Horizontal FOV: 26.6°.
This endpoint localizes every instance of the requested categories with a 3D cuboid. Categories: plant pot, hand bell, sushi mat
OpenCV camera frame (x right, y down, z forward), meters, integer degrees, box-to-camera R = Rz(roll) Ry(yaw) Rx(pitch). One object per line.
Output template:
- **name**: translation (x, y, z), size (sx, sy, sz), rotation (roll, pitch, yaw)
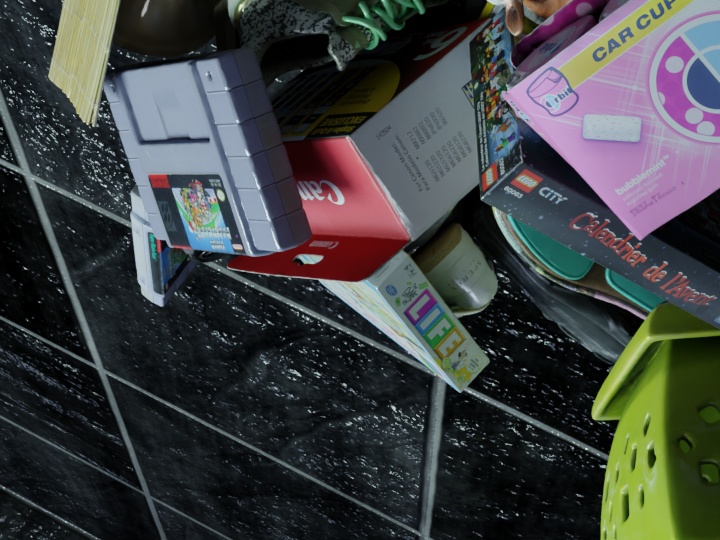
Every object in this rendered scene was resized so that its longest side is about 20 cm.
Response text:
- **plant pot**: translation (0.272, 0.127, 1.071), size (0.199, 0.182, 0.199), rotation (-4, 156, -7)
- **hand bell**: translation (-0.125, -0.247, 1.019), size (0.104, 0.104, 0.200), rotation (30, 144, 3)
- **sushi mat**: translation (-0.177, -0.206, 1.030), size (0.012, 0.201, 0.096), rotation (2, -152, -30)

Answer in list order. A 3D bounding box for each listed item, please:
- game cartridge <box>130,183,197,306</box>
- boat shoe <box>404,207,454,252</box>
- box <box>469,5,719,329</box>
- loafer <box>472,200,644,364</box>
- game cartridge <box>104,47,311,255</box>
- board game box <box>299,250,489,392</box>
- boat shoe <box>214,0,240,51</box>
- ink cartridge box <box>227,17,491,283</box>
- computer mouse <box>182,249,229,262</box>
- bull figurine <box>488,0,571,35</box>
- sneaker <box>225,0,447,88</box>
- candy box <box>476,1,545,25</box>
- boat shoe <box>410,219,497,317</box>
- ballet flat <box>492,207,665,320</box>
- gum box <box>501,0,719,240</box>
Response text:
- **game cartridge**: translation (-0.150, -0.057, 1.324), size (0.038, 0.130, 0.200), rotation (27, 156, 8)
- **boat shoe**: translation (0.032, -0.058, 1.178), size (0.065, 0.074, 0.200), rotation (32, 156, -7)
- **box**: translation (0.155, -0.058, 0.907), size (0.199, 0.137, 0.038), rotation (27, 132, -25)
- **loafer**: translation (0.158, 0.014, 1.174), size (0.200, 0.068, 0.070), rotation (37, 147, -18)
- **game cartridge**: translation (-0.107, -0.076, 1.003), size (0.200, 0.038, 0.130), rotation (6, 112, 60)
- **board game box**: translation (0.000, 0.000, 1.148), size (0.200, 0.034, 0.135), rotation (37, 169, 47)
- **boat shoe**: translation (-0.061, -0.212, 1.018), size (0.068, 0.072, 0.200), rotation (12, 152, 6)
- **ink cartridge box**: translation (-0.007, -0.079, 1.016), size (0.084, 0.175, 0.200), rotation (57, 156, -20)
- **computer mouse**: translation (-0.095, -0.076, 1.251), size (0.200, 0.140, 0.046), rotation (91, 155, -66)
- **bull figurine**: translation (0.162, -0.147, 0.865), size (0.200, 0.065, 0.121), rotation (35, 147, -18)
- **sneaker**: translation (0.005, -0.161, 0.950), size (0.199, 0.089, 0.077), rotation (-17, 142, 25)
- **candy box**: translation (0.114, -0.128, 1.012), size (0.102, 0.026, 0.200), rotation (29, 156, -1)
- **boat shoe**: translation (0.070, 0.007, 1.187), size (0.069, 0.071, 0.200), rotation (45, -178, -2)
- **ballet flat**: translation (0.166, -0.015, 1.100), size (0.199, 0.069, 0.071), rotation (28, 179, -19)
- **gum box**: translation (0.180, -0.115, 0.786), size (0.200, 0.066, 0.113), rotation (-36, 110, 28)
